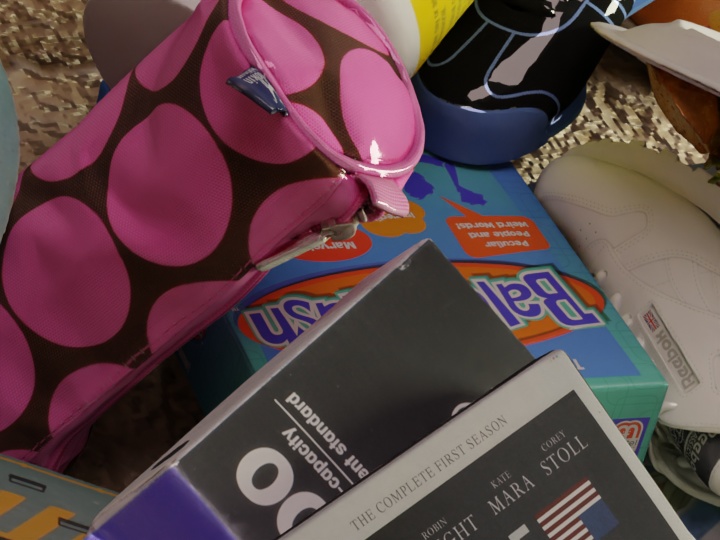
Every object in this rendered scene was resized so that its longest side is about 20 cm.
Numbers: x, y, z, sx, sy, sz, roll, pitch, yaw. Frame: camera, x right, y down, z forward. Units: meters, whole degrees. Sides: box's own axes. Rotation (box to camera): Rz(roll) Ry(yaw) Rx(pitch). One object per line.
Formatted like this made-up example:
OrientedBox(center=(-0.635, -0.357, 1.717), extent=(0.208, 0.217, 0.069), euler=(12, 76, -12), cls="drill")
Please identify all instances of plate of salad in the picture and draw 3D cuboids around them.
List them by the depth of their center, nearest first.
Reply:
OrientedBox(center=(0.172, -0.043, 0.922), extent=(0.199, 0.048, 0.200), euler=(22, 9, -4), cls="plate of salad")

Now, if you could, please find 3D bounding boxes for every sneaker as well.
OrientedBox(center=(0.121, 0.027, 0.903), extent=(0.080, 0.077, 0.200), euler=(-37, 53, -15), cls="sneaker")
OrientedBox(center=(0.081, -0.123, 0.989), extent=(0.070, 0.078, 0.200), euler=(24, 47, 20), cls="sneaker")

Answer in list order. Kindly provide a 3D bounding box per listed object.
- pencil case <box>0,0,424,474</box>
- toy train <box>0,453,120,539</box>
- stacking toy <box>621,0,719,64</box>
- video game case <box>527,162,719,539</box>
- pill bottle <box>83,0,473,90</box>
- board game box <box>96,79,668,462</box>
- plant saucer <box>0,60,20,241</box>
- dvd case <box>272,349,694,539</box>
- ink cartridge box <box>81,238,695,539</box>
OrientedBox(center=(-0.070, -0.005, 0.810), extent=(0.090, 0.200, 0.094), euler=(-7, 62, -54), cls="pencil case")
OrientedBox(center=(-0.094, 0.111, 0.766), extent=(0.199, 0.086, 0.114), euler=(18, 35, -10), cls="toy train")
OrientedBox(center=(0.187, -0.184, 1.087), extent=(0.145, 0.201, 0.147), euler=(12, 44, -11), cls="stacking toy")
OrientedBox(center=(0.166, 0.032, 0.955), extent=(0.181, 0.022, 0.201), euler=(-7, 48, -3), cls="video game case")
OrientedBox(center=(-0.004, -0.131, 0.908), extent=(0.114, 0.115, 0.200), euler=(32, 62, 10), cls="pill bottle")
OrientedBox(center=(0.000, 0.000, 0.912), extent=(0.151, 0.045, 0.200), euler=(-2, 37, -25), cls="board game box")
OrientedBox(center=(-0.209, -0.038, 0.797), extent=(0.199, 0.039, 0.202), euler=(-2, 61, 4), cls="plant saucer")
OrientedBox(center=(0.065, 0.135, 0.705), extent=(0.150, 0.025, 0.201), euler=(-30, 84, -44), cls="dvd case")
OrientedBox(center=(0.024, 0.114, 0.735), extent=(0.198, 0.043, 0.200), euler=(49, 46, 0), cls="ink cartridge box")
